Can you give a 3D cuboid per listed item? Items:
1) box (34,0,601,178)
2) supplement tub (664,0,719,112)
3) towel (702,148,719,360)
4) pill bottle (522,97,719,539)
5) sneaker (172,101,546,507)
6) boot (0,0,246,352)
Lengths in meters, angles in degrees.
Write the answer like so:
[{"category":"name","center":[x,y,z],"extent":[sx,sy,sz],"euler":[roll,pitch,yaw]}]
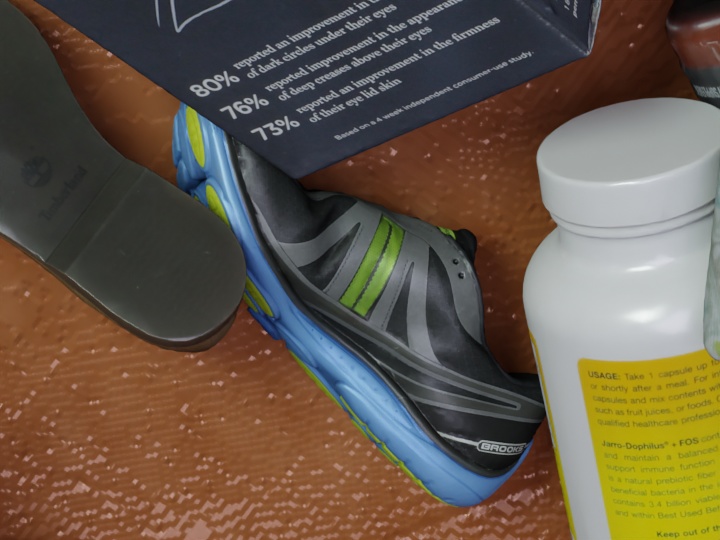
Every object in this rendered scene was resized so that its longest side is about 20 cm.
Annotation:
[{"category":"box","center":[-0.032,-0.138,0.926],"extent":[0.147,0.105,0.200],"euler":[-20,138,38]},{"category":"supplement tub","center":[0.205,-0.038,1.038],"extent":[0.107,0.107,0.201],"euler":[-31,104,2]},{"category":"towel","center":[0.221,-0.051,0.961],"extent":[0.199,0.048,0.173],"euler":[2,96,-16]},{"category":"pill bottle","center":[0.120,0.041,1.033],"extent":[0.104,0.104,0.201],"euler":[-14,116,-2]},{"category":"sneaker","center":[0.000,0.000,1.052],"extent":[0.083,0.071,0.200],"euler":[-44,105,-9]},{"category":"boot","center":[-0.126,-0.039,1.026],"extent":[0.200,0.075,0.074],"euler":[43,79,6]}]
